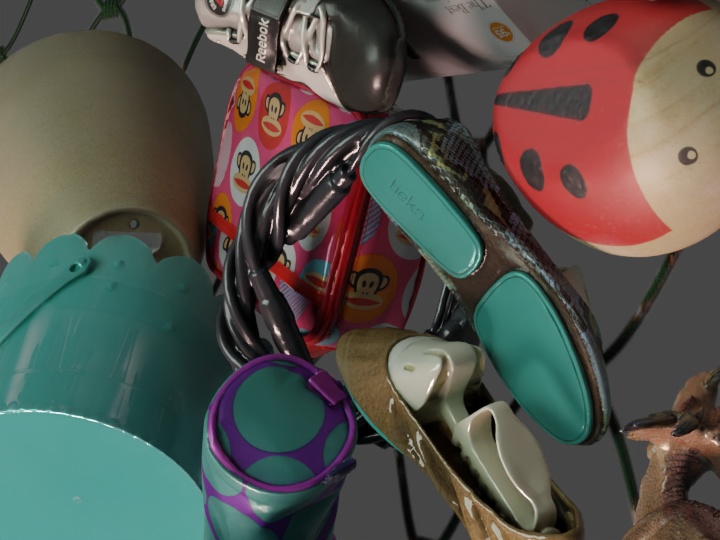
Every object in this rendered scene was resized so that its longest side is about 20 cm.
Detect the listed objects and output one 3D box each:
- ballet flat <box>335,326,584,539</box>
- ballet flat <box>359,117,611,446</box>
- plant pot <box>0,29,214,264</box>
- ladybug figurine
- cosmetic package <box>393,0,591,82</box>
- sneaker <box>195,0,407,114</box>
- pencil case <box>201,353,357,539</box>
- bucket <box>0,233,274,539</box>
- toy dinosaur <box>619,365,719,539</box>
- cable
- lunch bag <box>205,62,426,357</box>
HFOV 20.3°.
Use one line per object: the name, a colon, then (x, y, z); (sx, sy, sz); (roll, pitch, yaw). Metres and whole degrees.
ballet flat: (0.056, 0.085, 1.056); (0.201, 0.067, 0.073); (55, 146, 31)
ballet flat: (0.081, -0.002, 1.068); (0.201, 0.074, 0.074); (56, 136, 7)
plant pot: (-0.178, -0.044, 1.391); (0.189, 0.186, 0.200); (-67, 23, 20)
ladybug figurine: (0.129, -0.078, 1.023); (0.199, 0.071, 0.137); (2, 83, 60)
cosmetic package: (0.041, -0.156, 1.180); (0.051, 0.082, 0.199); (-55, 24, -18)
sneaker: (-0.047, -0.142, 1.161); (0.200, 0.088, 0.075); (38, 123, 51)
pencil case: (-0.046, 0.135, 1.152); (0.085, 0.092, 0.201); (53, 156, 27)
bucket: (-0.162, 0.094, 1.270); (0.207, 0.206, 0.135); (-45, 21, 44)
toy dinosaur: (0.157, 0.135, 0.903); (0.136, 0.085, 0.200); (-59, 41, 19)
cable: (0.000, 0.000, 1.158); (0.162, 0.051, 0.202); (20, 107, 19)
lunch bag: (-0.029, -0.032, 1.278); (0.200, 0.081, 0.178); (35, 115, 58)
